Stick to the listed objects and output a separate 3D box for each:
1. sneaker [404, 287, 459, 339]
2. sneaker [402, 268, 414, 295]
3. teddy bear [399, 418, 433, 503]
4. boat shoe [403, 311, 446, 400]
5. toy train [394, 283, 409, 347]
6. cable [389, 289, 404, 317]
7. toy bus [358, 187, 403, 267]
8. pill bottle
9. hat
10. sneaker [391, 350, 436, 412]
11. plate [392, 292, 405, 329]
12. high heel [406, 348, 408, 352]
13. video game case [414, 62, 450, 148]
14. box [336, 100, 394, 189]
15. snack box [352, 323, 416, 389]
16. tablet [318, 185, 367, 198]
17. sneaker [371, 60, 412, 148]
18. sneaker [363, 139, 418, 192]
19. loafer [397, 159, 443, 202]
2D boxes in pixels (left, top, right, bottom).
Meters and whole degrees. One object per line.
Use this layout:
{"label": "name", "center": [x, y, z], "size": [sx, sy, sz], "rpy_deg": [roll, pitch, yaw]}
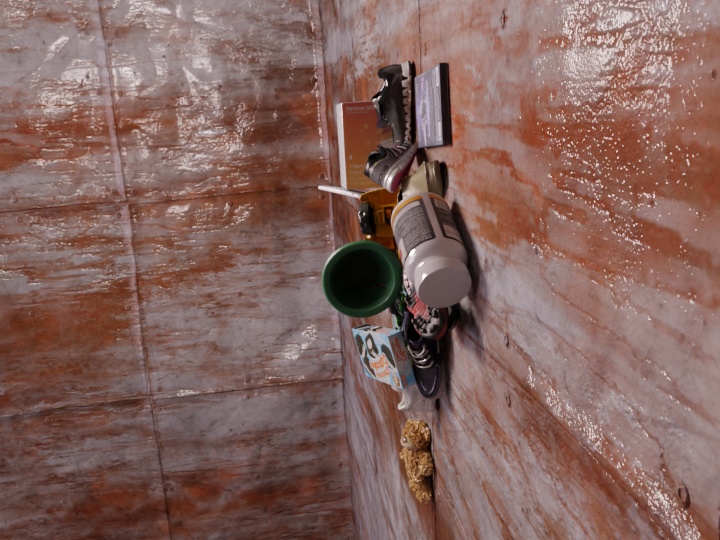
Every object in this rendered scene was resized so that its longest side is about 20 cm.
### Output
{"label": "sneaker", "center": [0.141, 0.084, 1.290], "size": [0.071, 0.098, 0.201], "rpy_deg": [-53, 11, 10]}
{"label": "sneaker", "center": [0.127, -0.032, 1.411], "size": [0.116, 0.075, 0.202], "rpy_deg": [113, 149, -59]}
{"label": "teddy bear", "center": [0.133, 0.463, 1.706], "size": [0.145, 0.066, 0.202], "rpy_deg": [-111, 17, -57]}
{"label": "boat shoe", "center": [0.123, 0.168, 1.431], "size": [0.092, 0.074, 0.202], "rpy_deg": [-2, -93, -61]}
{"label": "toy train", "center": [0.110, 0.083, 1.538], "size": [0.201, 0.041, 0.057], "rpy_deg": [-74, -34, -45]}
{"label": "cable", "center": [0.113, 0.129, 1.655], "size": [0.163, 0.050, 0.202], "rpy_deg": [-124, 15, -63]}
{"label": "toy bus", "center": [0.074, -0.085, 1.612], "size": [0.192, 0.134, 0.202], "rpy_deg": [-45, -52, -83]}
{"label": "pill bottle", "center": [0.125, -0.037, 1.246], "size": [0.201, 0.115, 0.117], "rpy_deg": [-102, 10, -46]}
{"label": "hat", "center": [0.000, 0.000, 1.547], "size": [0.166, 0.199, 0.176], "rpy_deg": [57, -166, -13]}
{"label": "sneaker", "center": [0.116, 0.220, 1.547], "size": [0.075, 0.099, 0.202], "rpy_deg": [-125, 32, -79]}
{"label": "plate", "center": [0.107, 0.139, 1.843], "size": [0.200, 0.025, 0.202], "rpy_deg": [174, 90, -82]}
{"label": "high heel", "center": [0.068, 0.198, 1.650], "size": [0.142, 0.071, 0.200], "rpy_deg": [39, 167, 45]}
{"label": "video game case", "center": [0.136, -0.310, 1.354], "size": [0.200, 0.019, 0.144], "rpy_deg": [-132, 38, -79]}
{"label": "box", "center": [0.026, -0.300, 1.683], "size": [0.106, 0.151, 0.202], "rpy_deg": [-125, 30, -77]}
{"label": "snack box", "center": [0.048, 0.181, 1.518], "size": [0.200, 0.037, 0.117], "rpy_deg": [-1, 107, 68]}
{"label": "tablet", "center": [0.000, -0.187, 1.729], "size": [0.199, 0.129, 0.014], "rpy_deg": [-4, -73, -59]}
{"label": "sneaker", "center": [0.068, -0.356, 1.550], "size": [0.067, 0.089, 0.202], "rpy_deg": [-97, 6, -65]}
{"label": "sneaker", "center": [0.063, -0.233, 1.478], "size": [0.200, 0.087, 0.074], "rpy_deg": [-57, -10, -54]}
{"label": "loafer", "center": [0.117, -0.160, 1.405], "size": [0.200, 0.067, 0.077], "rpy_deg": [111, 153, -73]}
